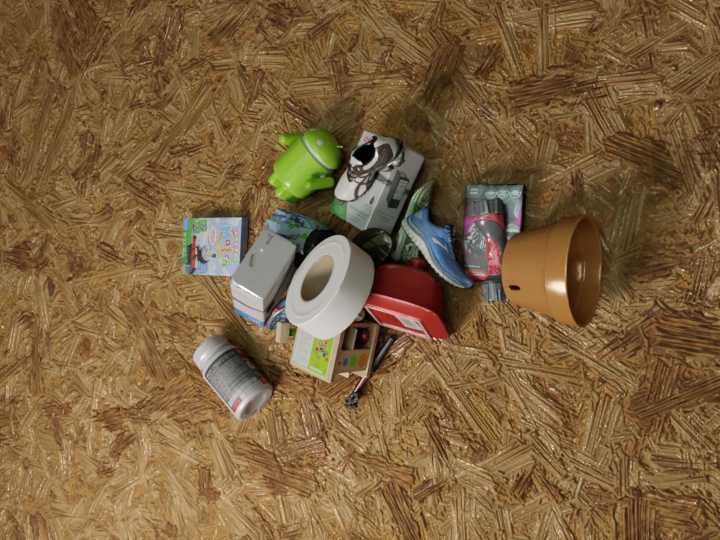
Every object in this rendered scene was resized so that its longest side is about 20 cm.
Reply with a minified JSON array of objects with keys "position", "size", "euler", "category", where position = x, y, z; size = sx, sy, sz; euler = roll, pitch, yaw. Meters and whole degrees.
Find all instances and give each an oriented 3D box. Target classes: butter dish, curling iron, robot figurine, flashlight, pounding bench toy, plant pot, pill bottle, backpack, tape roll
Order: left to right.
[{"position":[-0.322,0.263,1.388],"size":[0.200,0.113,0.115],"euler":[43,105,20],"category":"pill bottle"},{"position":[-0.143,-0.068,1.306],"size":[0.197,0.162,0.157],"euler":[-1,79,31],"category":"backpack"},{"position":[-0.126,-0.252,1.315],"size":[0.199,0.115,0.177],"euler":[-39,61,18],"category":"robot figurine"},{"position":[-0.078,0.156,1.259],"size":[0.198,0.155,0.127],"euler":[16,96,37],"category":"pounding bench toy"},{"position":[-0.065,0.032,1.115],"size":[0.201,0.070,0.205],"euler":[-36,37,32],"category":"tape roll"},{"position":[0.024,0.238,1.273],"size":[0.202,0.025,0.050],"euler":[-59,31,8],"category":"curling iron"},{"position":[0.103,0.044,1.178],"size":[0.196,0.200,0.150],"euler":[15,72,24],"category":"butter dish"},{"position":[0.259,-0.038,1.100],"size":[0.066,0.068,0.205],"euler":[-4,86,23],"category":"flashlight"},{"position":[0.359,0.000,1.051],"size":[0.138,0.198,0.205],"euler":[2,89,41],"category":"plant pot"}]

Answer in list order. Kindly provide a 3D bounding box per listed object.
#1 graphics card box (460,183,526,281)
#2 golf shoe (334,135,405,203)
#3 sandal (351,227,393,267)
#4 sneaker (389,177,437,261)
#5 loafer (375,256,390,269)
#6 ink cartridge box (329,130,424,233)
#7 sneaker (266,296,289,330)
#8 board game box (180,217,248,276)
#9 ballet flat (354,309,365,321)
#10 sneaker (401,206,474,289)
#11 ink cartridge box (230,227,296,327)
[{"position":[0.278,-0.077,1.157],"size":[0.123,0.051,0.205],"euler":[4,89,25],"category":"graphics card box"},{"position":[-0.002,-0.217,1.150],"size":[0.199,0.093,0.079],"euler":[-37,56,35],"category":"golf shoe"},{"position":[0.006,-0.024,1.202],"size":[0.082,0.054,0.201],"euler":[50,130,13],"category":"sandal"},{"position":[0.139,-0.102,1.221],"size":[0.087,0.077,0.203],"euler":[24,103,10],"category":"sneaker"},{"position":[0.000,0.000,1.269],"size":[0.069,0.075,0.201],"euler":[41,105,16],"category":"loafer"},{"position":[0.034,-0.192,1.233],"size":[0.145,0.083,0.203],"euler":[33,102,46],"category":"ink cartridge box"},{"position":[-0.148,0.102,1.333],"size":[0.199,0.079,0.097],"euler":[-35,77,20],"category":"sneaker"},{"position":[-0.390,-0.063,1.475],"size":[0.196,0.036,0.155],"euler":[2,88,24],"category":"board game box"},{"position":[-0.061,0.068,1.233],"size":[0.199,0.069,0.071],"euler":[26,100,48],"category":"ballet flat"},{"position":[0.172,-0.048,1.139],"size":[0.089,0.078,0.201],"euler":[-39,79,11],"category":"sneaker"},{"position":[-0.212,0.021,1.220],"size":[0.083,0.200,0.146],"euler":[28,67,2],"category":"ink cartridge box"}]
